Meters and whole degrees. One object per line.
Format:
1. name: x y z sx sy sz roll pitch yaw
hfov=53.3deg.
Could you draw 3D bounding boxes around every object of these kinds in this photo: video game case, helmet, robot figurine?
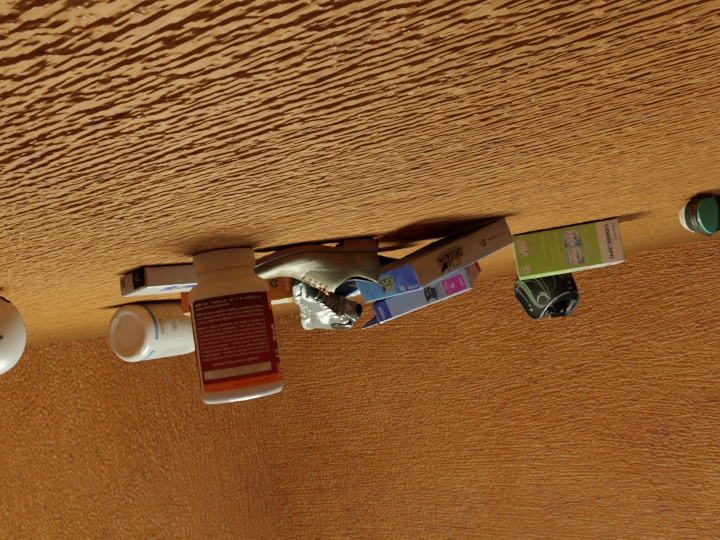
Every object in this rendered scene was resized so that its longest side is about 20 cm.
1. video game case: 0.111 -0.013 1.123 0.181 0.046 0.200 -26 -177 -25
2. helmet: 0.601 0.058 2.349 0.199 0.191 0.201 -18 140 -16
3. robot figurine: -0.583 0.098 1.021 0.199 0.151 0.125 -8 146 5

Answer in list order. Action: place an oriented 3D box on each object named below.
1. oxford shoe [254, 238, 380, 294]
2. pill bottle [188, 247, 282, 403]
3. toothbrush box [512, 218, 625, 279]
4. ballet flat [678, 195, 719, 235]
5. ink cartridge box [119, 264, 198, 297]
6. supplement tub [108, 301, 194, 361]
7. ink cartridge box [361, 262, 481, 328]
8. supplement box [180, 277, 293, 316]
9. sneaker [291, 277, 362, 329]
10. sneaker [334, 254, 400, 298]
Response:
1. oxford shoe: -0.064 0.000 1.057 0.199 0.075 0.070 -8 175 -9
2. pill bottle: -0.174 0.074 0.985 0.112 0.201 0.113 -9 176 -1
3. toothbrush box: 0.406 -0.039 1.420 0.199 0.087 0.146 -11 175 12
4. ballet flat: 0.592 -0.093 1.231 0.199 0.068 0.068 -4 -178 -40
5. ink cartridge box: -0.259 0.013 1.111 0.199 0.037 0.094 -1 171 -41
6. supplement tub: -0.476 0.140 1.687 0.131 0.133 0.200 -11 174 26
7. ink cartridge box: 0.098 0.035 1.199 0.199 0.042 0.119 -25 -175 20
8. supplement box: -0.216 0.035 1.278 0.199 0.067 0.069 -9 173 -5
9. sneaker: -0.053 0.048 1.268 0.115 0.075 0.200 9 152 9
10. sneaker: 0.000 0.000 1.302 0.199 0.079 0.089 -3 153 9
